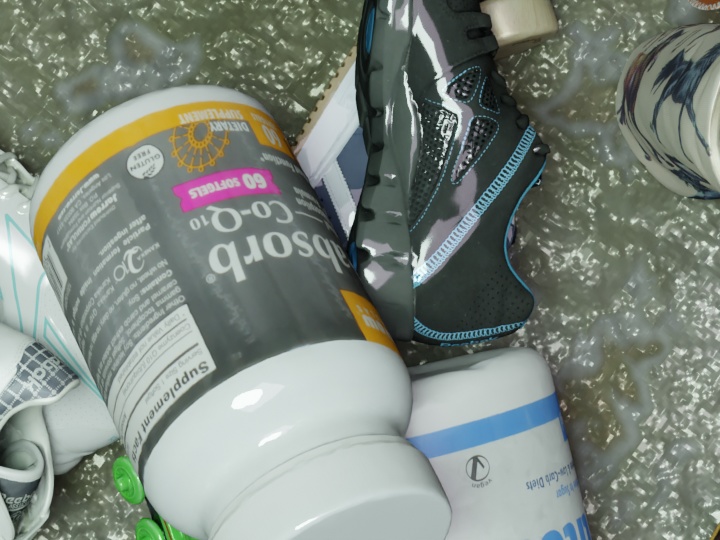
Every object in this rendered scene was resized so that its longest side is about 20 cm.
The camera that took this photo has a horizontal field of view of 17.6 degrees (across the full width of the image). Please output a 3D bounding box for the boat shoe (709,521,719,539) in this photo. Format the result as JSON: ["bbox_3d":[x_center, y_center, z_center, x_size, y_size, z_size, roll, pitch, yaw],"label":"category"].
[{"bbox_3d":[0.187,0.134,1.048,0.072,0.072,0.201,36,90,-1],"label":"boat shoe"}]

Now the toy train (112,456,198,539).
[{"bbox_3d":[-0.054,0.159,1.013,0.042,0.056,0.201,-21,91,-35],"label":"toy train"}]

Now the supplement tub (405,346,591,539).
[{"bbox_3d":[0.041,0.144,1.017,0.131,0.132,0.202,-14,91,-1],"label":"supplement tub"}]

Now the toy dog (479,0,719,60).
[{"bbox_3d":[0.117,-0.166,1.033,0.199,0.096,0.132,-37,91,-1],"label":"toy dog"}]

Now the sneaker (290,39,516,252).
[{"bbox_3d":[0.000,0.000,1.045,0.108,0.070,0.201,31,87,1],"label":"sneaker"}]

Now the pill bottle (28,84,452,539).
[{"bbox_3d":[-0.047,0.034,0.922,0.116,0.117,0.201,-29,61,-1],"label":"pill bottle"}]

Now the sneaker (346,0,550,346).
[{"bbox_3d":[0.038,-0.067,0.992,0.081,0.073,0.202,4,88,-5],"label":"sneaker"}]

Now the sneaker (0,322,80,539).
[{"bbox_3d":[-0.181,0.113,1.011,0.080,0.076,0.201,22,116,9],"label":"sneaker"}]

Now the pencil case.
[{"bbox_3d":[0.166,-0.062,0.983,0.089,0.200,0.078,32,93,-7],"label":"pencil case"}]

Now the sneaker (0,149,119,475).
[{"bbox_3d":[-0.149,-0.013,1.034,0.080,0.070,0.201,-25,97,26],"label":"sneaker"}]
